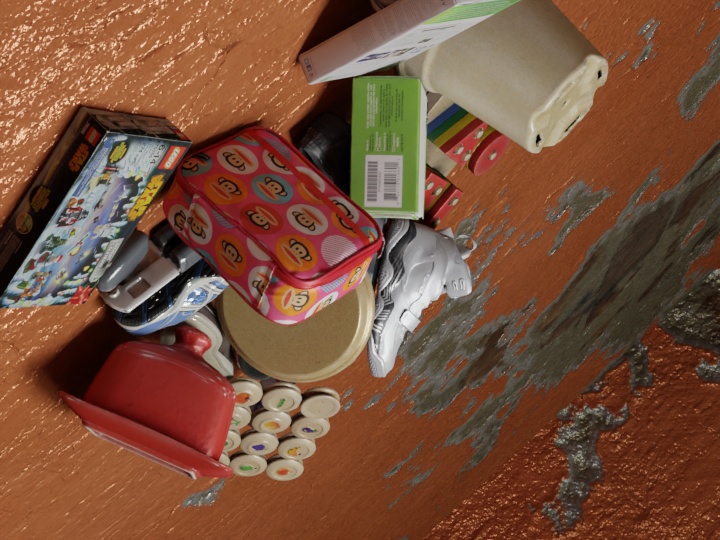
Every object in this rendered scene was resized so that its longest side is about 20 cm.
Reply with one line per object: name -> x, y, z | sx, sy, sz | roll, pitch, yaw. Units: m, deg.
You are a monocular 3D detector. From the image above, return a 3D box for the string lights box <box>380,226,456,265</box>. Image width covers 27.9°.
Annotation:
string lights box -> 0.072, -0.011, 1.919 | 0.102, 0.059, 0.200 | -19, 179, -1

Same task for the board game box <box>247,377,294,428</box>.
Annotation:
board game box -> -0.070, 0.081, 1.862 | 0.200, 0.041, 0.200 | -59, 180, 29

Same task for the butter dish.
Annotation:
butter dish -> -0.207, 0.131, 1.569 | 0.200, 0.198, 0.149 | 114, 0, -77

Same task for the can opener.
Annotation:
can opener -> -0.188, -0.034, 1.485 | 0.200, 0.053, 0.067 | -40, 159, -23

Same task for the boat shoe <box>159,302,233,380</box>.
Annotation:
boat shoe -> -0.187, 0.070, 1.676 | 0.071, 0.060, 0.200 | -4, 156, 7

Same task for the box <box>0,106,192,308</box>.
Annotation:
box -> -0.254, -0.054, 1.327 | 0.200, 0.040, 0.137 | -54, 160, 17

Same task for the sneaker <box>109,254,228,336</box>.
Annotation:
sneaker -> -0.180, 0.001, 1.554 | 0.199, 0.076, 0.077 | -31, 163, -16

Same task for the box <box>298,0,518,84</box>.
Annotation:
box -> 0.054, -0.247, 1.464 | 0.199, 0.037, 0.144 | -21, 180, 38

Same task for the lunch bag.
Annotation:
lunch bag -> -0.079, -0.051, 1.458 | 0.176, 0.200, 0.082 | -31, 157, -45

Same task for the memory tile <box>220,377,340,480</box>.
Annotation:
memory tile -> -0.120, 0.202, 1.807 | 0.152, 0.017, 0.200 | 9, 137, -18

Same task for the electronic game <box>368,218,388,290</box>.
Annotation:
electronic game -> 0.000, 0.000, 1.730 | 0.200, 0.041, 0.201 | 11, 90, -88

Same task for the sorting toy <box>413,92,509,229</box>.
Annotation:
sorting toy -> 0.105, -0.143, 1.862 | 0.199, 0.070, 0.200 | -50, 160, 7

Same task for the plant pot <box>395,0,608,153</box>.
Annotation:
plant pot -> 0.173, -0.240, 1.646 | 0.200, 0.183, 0.201 | -41, 160, -18

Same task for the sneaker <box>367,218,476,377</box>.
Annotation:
sneaker -> 0.074, 0.039, 1.779 | 0.075, 0.114, 0.201 | 18, 83, -87

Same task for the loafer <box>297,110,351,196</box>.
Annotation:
loafer -> -0.044, -0.095, 1.644 | 0.070, 0.068, 0.201 | -40, 152, -25

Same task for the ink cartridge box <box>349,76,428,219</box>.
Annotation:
ink cartridge box -> 0.036, -0.131, 1.631 | 0.200, 0.075, 0.149 | 4, 88, -85

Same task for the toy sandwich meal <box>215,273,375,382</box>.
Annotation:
toy sandwich meal -> -0.076, 0.027, 1.627 | 0.206, 0.205, 0.070 | -54, 177, 19

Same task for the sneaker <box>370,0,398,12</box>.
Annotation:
sneaker -> 0.087, -0.322, 1.499 | 0.199, 0.075, 0.088 | -24, 161, -32

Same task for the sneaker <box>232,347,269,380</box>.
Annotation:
sneaker -> -0.112, 0.025, 1.753 | 0.108, 0.067, 0.203 | -149, -107, -75
